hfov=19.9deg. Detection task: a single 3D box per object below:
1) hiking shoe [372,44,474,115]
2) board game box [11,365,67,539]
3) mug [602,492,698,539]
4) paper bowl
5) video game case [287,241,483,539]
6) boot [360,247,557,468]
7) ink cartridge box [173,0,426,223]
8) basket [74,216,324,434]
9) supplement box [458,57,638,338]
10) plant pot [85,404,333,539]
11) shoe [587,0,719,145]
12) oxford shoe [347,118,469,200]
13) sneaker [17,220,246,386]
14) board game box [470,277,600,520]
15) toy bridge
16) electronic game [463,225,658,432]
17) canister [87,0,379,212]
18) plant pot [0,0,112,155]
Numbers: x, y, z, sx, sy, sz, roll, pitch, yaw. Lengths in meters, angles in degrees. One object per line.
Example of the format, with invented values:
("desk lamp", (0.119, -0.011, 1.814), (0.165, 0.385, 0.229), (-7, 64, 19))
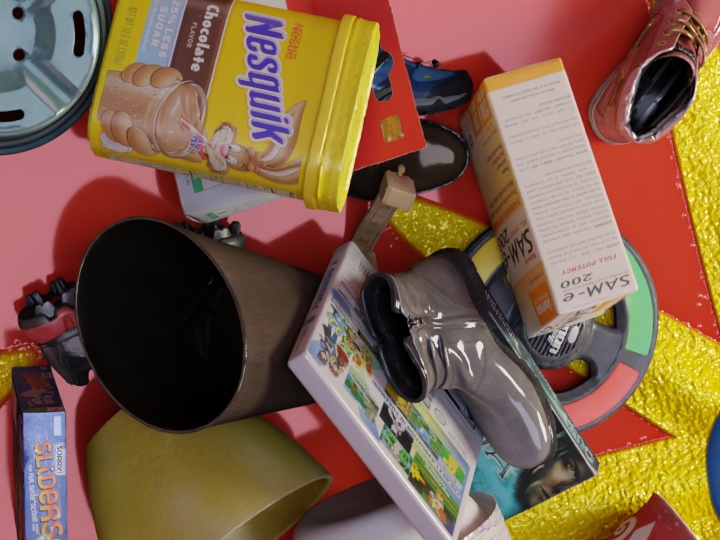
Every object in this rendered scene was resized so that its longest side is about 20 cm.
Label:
("hiking shoe", (0.000, -0.174, 1.699), (0.198, 0.074, 0.088), (3, 97, -12))
("board game box", (-0.254, 0.159, 1.624), (0.034, 0.200, 0.137), (-2, 98, -12))
("mug", (0.230, 0.323, 1.786), (0.199, 0.133, 0.178), (-36, 101, -2))
("paper bowl", (0.024, 0.233, 1.691), (0.199, 0.201, 0.105), (-21, 97, -8))
("video game case", (0.026, 0.098, 1.623), (0.022, 0.183, 0.201), (-29, 109, 25))
("boot", (0.072, 0.085, 1.638), (0.070, 0.131, 0.201), (-33, 86, 33))
("ink cartridge box", (-0.063, -0.144, 1.638), (0.198, 0.050, 0.162), (-18, 78, 16))
("basket", (-0.100, 0.049, 1.606), (0.136, 0.199, 0.181), (-48, 64, 18))
("supplement box", (0.151, -0.057, 1.693), (0.073, 0.126, 0.202), (-16, 81, -10))
("plant pot", (-0.143, 0.174, 1.672), (0.199, 0.200, 0.142), (-37, 77, -5))
("shoe", (0.273, -0.190, 1.746), (0.071, 0.091, 0.201), (37, 89, -14))
("oxford shoe", (-0.001, -0.092, 1.706), (0.198, 0.084, 0.073), (-1, 96, -13))
("sneaker", (-0.177, 0.030, 1.691), (0.199, 0.071, 0.099), (-27, 109, -11))
("board game box", (0.096, 0.117, 1.750), (0.135, 0.028, 0.201), (-29, 103, 23))
("toy bridge", (0.000, 0.000, 1.720), (0.027, 0.067, 0.201), (17, 114, -12))
("electronic game", (0.163, 0.046, 1.779), (0.198, 0.042, 0.202), (-2, 97, -12))
("canister", (-0.097, -0.137, 1.581), (0.198, 0.087, 0.150), (12, 78, 5))
("plant pot", (-0.281, -0.183, 1.577), (0.198, 0.196, 0.202), (-1, 97, -11))
